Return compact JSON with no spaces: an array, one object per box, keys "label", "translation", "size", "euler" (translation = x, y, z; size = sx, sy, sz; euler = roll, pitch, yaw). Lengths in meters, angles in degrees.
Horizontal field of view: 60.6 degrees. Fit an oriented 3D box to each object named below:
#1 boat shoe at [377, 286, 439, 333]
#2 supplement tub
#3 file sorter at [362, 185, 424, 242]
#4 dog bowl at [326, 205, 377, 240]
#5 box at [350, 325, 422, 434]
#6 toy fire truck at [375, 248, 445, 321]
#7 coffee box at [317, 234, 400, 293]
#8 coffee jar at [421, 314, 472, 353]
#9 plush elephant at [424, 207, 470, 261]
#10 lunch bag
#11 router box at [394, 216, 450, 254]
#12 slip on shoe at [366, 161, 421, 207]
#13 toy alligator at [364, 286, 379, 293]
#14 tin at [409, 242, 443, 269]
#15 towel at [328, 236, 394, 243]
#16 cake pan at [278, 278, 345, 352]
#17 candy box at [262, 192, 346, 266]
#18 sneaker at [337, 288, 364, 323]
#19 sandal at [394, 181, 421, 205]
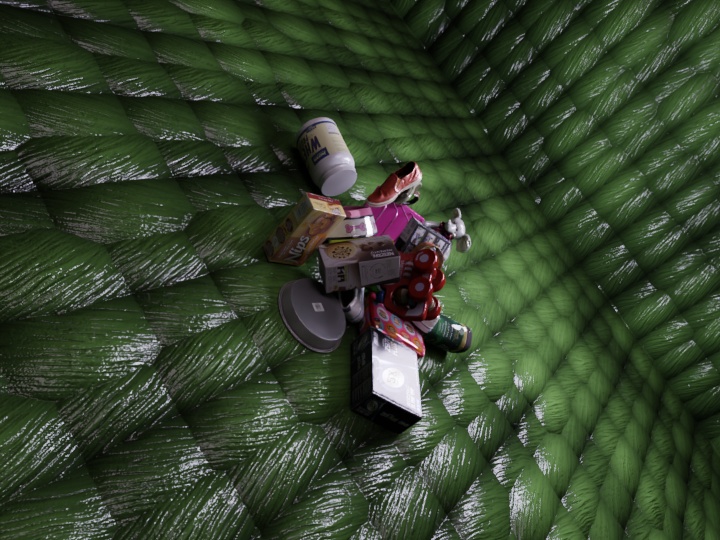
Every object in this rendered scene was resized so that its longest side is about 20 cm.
[{"label":"boat shoe","translation":[0.133,0.080,1.677],"size":[0.199,0.070,0.071],"euler":[42,17,2]},{"label":"supplement tub","translation":[-0.103,-0.346,1.880],"size":[0.143,0.145,0.204],"euler":[3,54,-50]},{"label":"file sorter","translation":[0.098,-0.128,1.890],"size":[0.198,0.140,0.126],"euler":[31,20,-27]},{"label":"dog bowl","translation":[-0.051,-0.132,1.670],"size":[0.198,0.195,0.076],"euler":[-18,109,-56]},{"label":"box","translation":[0.061,0.266,1.507],"size":[0.162,0.086,0.203],"euler":[32,36,-26]},{"label":"toy fire truck","translation":[0.126,0.039,1.609],"size":[0.113,0.163,0.205],"euler":[58,39,-50]},{"label":"coffee box","translation":[-0.005,-0.018,1.569],"size":[0.194,0.082,0.114],"euler":[-8,33,-10]},{"label":"coffee jar","translation":[0.234,0.179,1.800],"size":[0.197,0.103,0.088],"euler":[24,69,-35]},{"label":"plush elephant","translation":[0.300,-0.127,2.155],"size":[0.197,0.154,0.168],"euler":[3,53,-49]},{"label":"lunch bag","translation":[0.080,0.153,1.663],"size":[0.198,0.082,0.179],"euler":[31,32,-30]},{"label":"router box","translation":[0.159,-0.036,1.840],"size":[0.147,0.203,0.051],"euler":[26,12,-32]},{"label":"slip on shoe","translation":[0.095,-0.252,1.798],"size":[0.074,0.198,0.062],"euler":[39,-21,46]},{"label":"toy alligator","translation":[0.000,0.000,1.747],"size":[0.053,0.060,0.203],"euler":[-18,54,-10]},{"label":"tin","translation":[0.172,0.013,1.817],"size":[0.110,0.205,0.042],"euler":[10,21,-34]},{"label":"towel","translation":[0.004,-0.080,1.777],"size":[0.194,0.018,0.087],"euler":[12,35,-9]},{"label":"cake pan","translation":[-0.112,0.102,1.505],"size":[0.198,0.037,0.204],"euler":[32,36,-26]},{"label":"candy box","translation":[-0.140,-0.097,1.520],"size":[0.114,0.200,0.056],"euler":[8,47,-46]},{"label":"sneaker","translation":[-0.026,0.037,1.634],"size":[0.071,0.071,0.204],"euler":[54,21,-47]},{"label":"sandal","translation":[0.147,-0.225,1.888],"size":[0.058,0.079,0.201],"euler":[56,26,-9]}]
